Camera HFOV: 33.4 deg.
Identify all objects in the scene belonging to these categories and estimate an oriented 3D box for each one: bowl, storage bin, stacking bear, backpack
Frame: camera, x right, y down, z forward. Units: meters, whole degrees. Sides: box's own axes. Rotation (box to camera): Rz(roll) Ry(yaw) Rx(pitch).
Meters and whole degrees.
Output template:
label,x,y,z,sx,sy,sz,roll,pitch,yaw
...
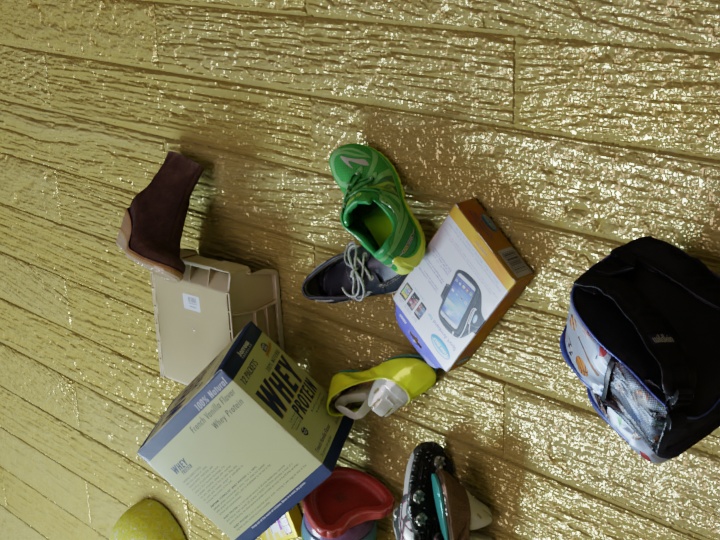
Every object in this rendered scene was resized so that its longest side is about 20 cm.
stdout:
label,x,y,z,sx,sy,sz,roll,pitch,yaw
bowl,-0.389,0.514,2.102,0.199,0.107,0.204,19,116,44
storage bin,-0.211,0.076,1.762,0.198,0.093,0.202,13,112,45
stacking bear,-0.028,0.382,1.655,0.114,0.120,0.203,43,140,45
backpack,0.289,0.070,1.145,0.191,0.198,0.155,50,148,28

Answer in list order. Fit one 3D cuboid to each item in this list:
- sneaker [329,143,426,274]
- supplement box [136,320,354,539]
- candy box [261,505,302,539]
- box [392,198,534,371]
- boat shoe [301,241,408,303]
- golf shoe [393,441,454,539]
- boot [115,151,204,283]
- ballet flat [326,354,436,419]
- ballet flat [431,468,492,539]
label,x,y,z,sx,sy,sz,roll,pitch,yaw
sneaker,0.012,-0.085,1.442,0.074,0.083,0.201,-46,53,21
supplement box,-0.153,0.223,1.621,0.200,0.135,0.200,43,117,-8
candy box,-0.151,0.318,1.828,0.102,0.026,0.203,-33,78,52
box,0.114,0.026,1.423,0.120,0.041,0.201,54,138,21
boat shoe,0.000,0.000,1.521,0.198,0.061,0.076,-14,88,48
golf shoe,0.072,0.310,1.542,0.088,0.076,0.204,20,117,51
boot,-0.276,-0.083,1.731,0.199,0.072,0.168,31,89,52
ballet flat,0.022,0.158,1.543,0.067,0.067,0.199,45,147,-21
ballet flat,0.129,0.331,1.487,0.068,0.071,0.203,-112,16,-70
